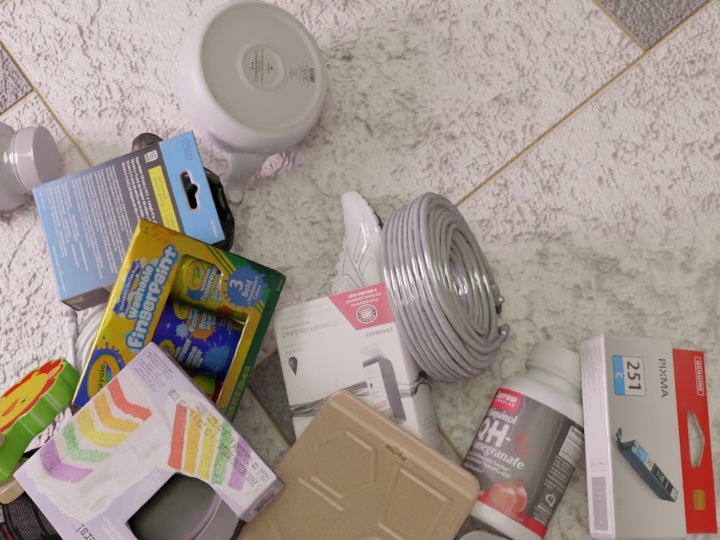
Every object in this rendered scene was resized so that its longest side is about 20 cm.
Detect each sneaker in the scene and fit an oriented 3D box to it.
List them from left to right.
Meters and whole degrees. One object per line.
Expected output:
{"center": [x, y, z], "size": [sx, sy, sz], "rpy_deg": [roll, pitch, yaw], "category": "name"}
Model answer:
{"center": [-0.210, -0.105, 1.117], "size": [0.066, 0.091, 0.201], "rpy_deg": [-27, 72, -33], "category": "sneaker"}
{"center": [0.000, 0.000, 1.078], "size": [0.086, 0.075, 0.203], "rpy_deg": [-16, 72, 7], "category": "sneaker"}

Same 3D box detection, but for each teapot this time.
{"center": [-0.144, -0.228, 1.129], "size": [0.198, 0.146, 0.200], "rpy_deg": [47, 64, -12], "category": "teapot"}

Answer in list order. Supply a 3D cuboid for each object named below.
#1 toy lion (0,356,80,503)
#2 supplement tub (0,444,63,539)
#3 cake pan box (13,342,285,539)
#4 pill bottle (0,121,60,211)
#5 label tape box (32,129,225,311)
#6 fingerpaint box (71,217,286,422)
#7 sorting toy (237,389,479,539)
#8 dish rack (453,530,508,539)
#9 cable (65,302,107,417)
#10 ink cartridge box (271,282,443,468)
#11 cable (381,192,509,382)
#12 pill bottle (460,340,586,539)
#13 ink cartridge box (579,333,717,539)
{"center": [-0.395, 0.180, 0.990], "size": [0.198, 0.192, 0.069], "rpy_deg": [-30, 113, 19], "category": "toy lion"}
{"center": [-0.306, 0.240, 0.983], "size": [0.198, 0.122, 0.124], "rpy_deg": [-22, 70, 28], "category": "supplement tub"}
{"center": [-0.197, 0.201, 0.866], "size": [0.184, 0.052, 0.200], "rpy_deg": [-43, 71, -9], "category": "cake pan box"}
{"center": [-0.488, -0.127, 1.153], "size": [0.197, 0.111, 0.113], "rpy_deg": [-7, 73, 5], "category": "pill bottle"}
{"center": [-0.261, -0.056, 1.057], "size": [0.197, 0.063, 0.146], "rpy_deg": [-19, 74, -1], "category": "label tape box"}
{"center": [-0.192, 0.068, 0.973], "size": [0.165, 0.073, 0.202], "rpy_deg": [22, 89, -15], "category": "fingerpaint box"}
{"center": [-0.005, 0.242, 0.900], "size": [0.184, 0.037, 0.201], "rpy_deg": [32, 61, 13], "category": "sorting toy"}
{"center": [0.121, 0.368, 0.925], "size": [0.170, 0.043, 0.202], "rpy_deg": [25, 85, -25], "category": "dish rack"}
{"center": [-0.249, 0.121, 1.073], "size": [0.197, 0.069, 0.203], "rpy_deg": [-1, 75, 7], "category": "cable"}
{"center": [-0.004, 0.125, 1.001], "size": [0.144, 0.085, 0.203], "rpy_deg": [-14, 87, 16], "category": "ink cartridge box"}
{"center": [0.088, 0.018, 0.982], "size": [0.068, 0.200, 0.202], "rpy_deg": [-18, 102, 23], "category": "cable"}
{"center": [0.181, 0.183, 0.979], "size": [0.110, 0.111, 0.202], "rpy_deg": [26, 78, 13], "category": "pill bottle"}
{"center": [0.314, 0.173, 0.952], "size": [0.174, 0.045, 0.203], "rpy_deg": [6, 75, -24], "category": "ink cartridge box"}
